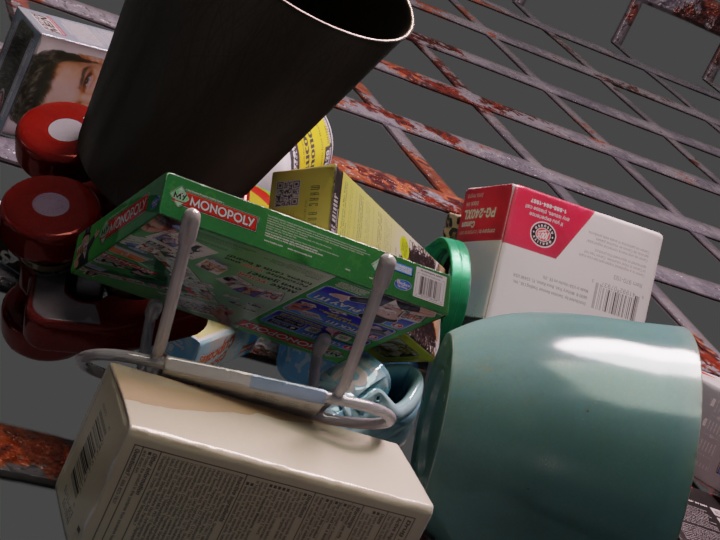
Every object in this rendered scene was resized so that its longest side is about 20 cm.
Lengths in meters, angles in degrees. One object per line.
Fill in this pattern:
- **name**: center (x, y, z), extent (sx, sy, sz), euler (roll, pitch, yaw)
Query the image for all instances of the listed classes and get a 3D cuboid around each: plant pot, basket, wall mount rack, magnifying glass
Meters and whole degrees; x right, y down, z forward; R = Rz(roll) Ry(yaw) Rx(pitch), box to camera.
- **plant pot**: center (0.121, 0.119, 1.200), extent (0.159, 0.203, 0.201), euler (12, 19, -4)
- **basket**: center (-0.089, -0.131, 1.137), extent (0.180, 0.201, 0.136), euler (37, 33, 1)
- **wall mount rack**: center (-0.063, 0.036, 1.056), extent (0.198, 0.075, 0.174), euler (12, -19, -12)
- **magnifying glass**: center (0.051, 0.003, 1.390), extent (0.022, 0.081, 0.200), euler (10, 11, -16)

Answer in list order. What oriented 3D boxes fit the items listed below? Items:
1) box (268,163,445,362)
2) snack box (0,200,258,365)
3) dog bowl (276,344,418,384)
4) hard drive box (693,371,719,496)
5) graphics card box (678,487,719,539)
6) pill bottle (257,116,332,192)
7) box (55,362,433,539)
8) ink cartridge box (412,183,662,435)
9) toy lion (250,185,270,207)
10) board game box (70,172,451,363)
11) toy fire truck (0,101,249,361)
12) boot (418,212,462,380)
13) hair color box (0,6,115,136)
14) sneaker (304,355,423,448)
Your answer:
- **box**: center (0.000, 0.000, 1.222), extent (0.050, 0.076, 0.200), euler (-4, -20, 25)
- **snack box**: center (-0.178, 0.006, 1.323), extent (0.199, 0.037, 0.116), euler (32, 19, 15)
- **dog bowl**: center (-0.015, 0.033, 1.399), extent (0.110, 0.050, 0.200), euler (0, 24, -9)
- **hard drive box**: center (0.321, 0.144, 1.495), extent (0.155, 0.078, 0.200), euler (20, 4, -28)
- **graphics card box**: center (0.274, 0.232, 1.314), extent (0.124, 0.051, 0.200), euler (21, 18, -20)
- **pill bottle**: center (-0.103, -0.102, 1.600), extent (0.111, 0.113, 0.200), euler (29, 19, 9)
- **box**: center (-0.068, 0.134, 1.043), extent (0.198, 0.096, 0.078), euler (19, 19, -26)
- **ink cartridge box**: center (0.136, 0.051, 1.367), extent (0.144, 0.202, 0.083), euler (17, -8, -26)
- **toy lion**: center (-0.108, -0.042, 1.390), extent (0.199, 0.069, 0.191), euler (31, 14, 21)
- **board game box**: center (-0.062, 0.003, 1.100), extent (0.198, 0.029, 0.134), euler (20, -24, -27)
- **toy fire truck**: center (-0.155, -0.021, 1.202), extent (0.166, 0.113, 0.201), euler (4, 40, -5)
- **boot**: center (0.126, 0.039, 1.462), extent (0.198, 0.152, 0.073), euler (9, 3, -34)
- **hair color box**: center (-0.231, -0.160, 1.602), extent (0.199, 0.100, 0.061), euler (11, 24, -40)
- **sneaker**: center (-0.023, 0.093, 1.229), extent (0.074, 0.083, 0.199), euler (33, 18, 23)
